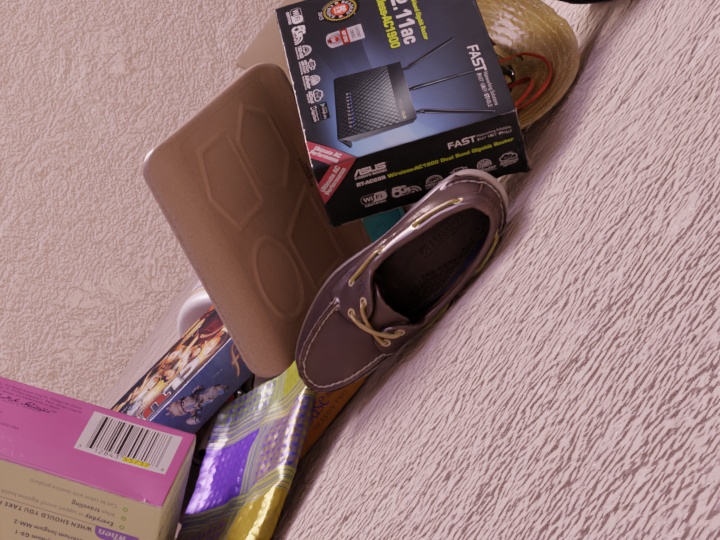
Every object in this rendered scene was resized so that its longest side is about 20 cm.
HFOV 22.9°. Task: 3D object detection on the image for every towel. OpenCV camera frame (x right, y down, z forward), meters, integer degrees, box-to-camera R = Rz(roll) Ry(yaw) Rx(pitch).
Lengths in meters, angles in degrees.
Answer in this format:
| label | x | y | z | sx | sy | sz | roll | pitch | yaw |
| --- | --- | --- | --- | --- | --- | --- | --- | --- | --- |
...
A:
| label | x | y | z | sx | sy | sz | roll | pitch | yaw |
| --- | --- | --- | --- | --- | --- | --- | --- | --- | --- |
| towel | -0.088 | 0.153 | 1.284 | 0.144 | 0.023 | 0.200 | -33 | 30 | 49 |

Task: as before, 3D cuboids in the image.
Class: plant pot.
| label | x | y | z | sx | sy | sz | roll | pitch | yaw |
| --- | --- | --- | --- | --- | --- | --- | --- | --- | --- |
| plant pot | -0.073 | -0.418 | 3.154 | 0.200 | 0.177 | 0.200 | -48 | 10 | 34 |

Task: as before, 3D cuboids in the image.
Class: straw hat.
| label | x | y | z | sx | sy | sz | roll | pitch | yaw |
| --- | --- | --- | --- | --- | --- | --- | --- | --- | --- |
| straw hat | 0.079 | -0.132 | 1.394 | 0.201 | 0.201 | 0.085 | -59 | -33 | -31 |

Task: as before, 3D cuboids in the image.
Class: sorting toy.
| label | x | y | z | sx | sy | sz | roll | pitch | yaw |
| --- | --- | --- | --- | --- | --- | --- | --- | --- | --- |
| sorting toy | -0.074 | -0.040 | 1.310 | 0.036 | 0.185 | 0.200 | -19 | 16 | 31 |

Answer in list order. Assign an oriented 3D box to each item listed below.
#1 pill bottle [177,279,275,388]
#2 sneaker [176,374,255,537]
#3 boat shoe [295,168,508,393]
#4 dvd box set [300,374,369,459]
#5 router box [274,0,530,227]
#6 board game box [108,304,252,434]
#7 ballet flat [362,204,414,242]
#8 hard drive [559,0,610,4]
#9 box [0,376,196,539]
| label | x | y | z | sx | sy | sz | roll | pitch | yaw |
| --- | --- | --- | --- | --- | --- | --- | --- | --- | --- |
| pill bottle | -0.075 | 0.005 | 1.629 | 0.120 | 0.120 | 0.200 | -45 | 11 | 47 |
| sneaker | -0.124 | 0.134 | 1.491 | 0.082 | 0.077 | 0.200 | -26 | 40 | 31 |
| boat shoe | 0.023 | 0.015 | 1.215 | 0.200 | 0.072 | 0.060 | -45 | 8 | 17 |
| dvd box set | -0.033 | 0.086 | 1.370 | 0.200 | 0.029 | 0.146 | -51 | 10 | 14 |
| router box | 0.027 | -0.136 | 1.309 | 0.150 | 0.062 | 0.200 | -16 | 46 | 2 |
| board game box | -0.141 | 0.092 | 1.430 | 0.200 | 0.035 | 0.135 | -46 | 15 | -3 |
| ballet flat | 0.000 | 0.000 | 1.474 | 0.064 | 0.076 | 0.200 | -14 | -23 | -50 |
| hard drive | 0.148 | -0.243 | 1.387 | 0.200 | 0.135 | 0.042 | -160 | 80 | -80 |
| box | -0.231 | 0.198 | 1.304 | 0.097 | 0.176 | 0.200 | -69 | -6 | -61 |
